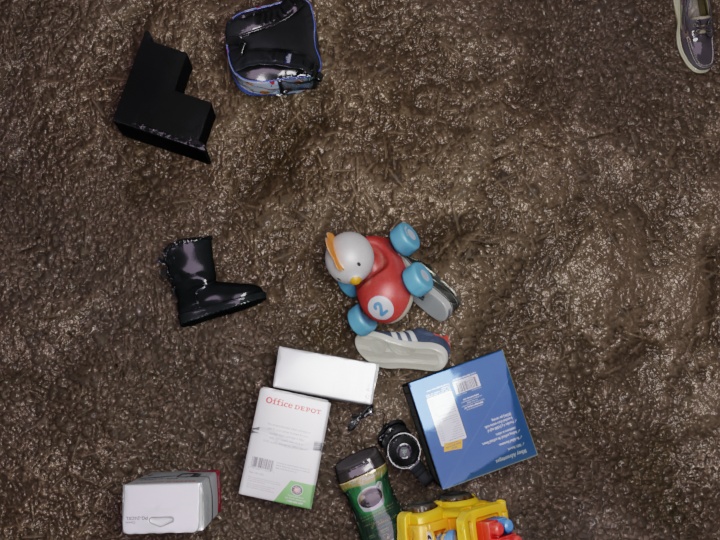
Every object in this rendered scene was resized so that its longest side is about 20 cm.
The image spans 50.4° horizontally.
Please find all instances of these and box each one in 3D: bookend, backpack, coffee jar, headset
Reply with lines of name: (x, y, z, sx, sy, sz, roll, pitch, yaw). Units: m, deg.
bookend: (-0.377, -0.354, 1.578, 0.194, 0.092, 0.205, 17, 80, -1)
backpack: (-0.181, -0.449, 1.568, 0.185, 0.154, 0.206, -7, 75, -11)
coffee jar: (0.026, 0.448, 1.472, 0.102, 0.085, 0.205, -21, 84, -2)
headset: (0.062, 0.337, 1.456, 0.093, 0.123, 0.202, -38, 106, -5)

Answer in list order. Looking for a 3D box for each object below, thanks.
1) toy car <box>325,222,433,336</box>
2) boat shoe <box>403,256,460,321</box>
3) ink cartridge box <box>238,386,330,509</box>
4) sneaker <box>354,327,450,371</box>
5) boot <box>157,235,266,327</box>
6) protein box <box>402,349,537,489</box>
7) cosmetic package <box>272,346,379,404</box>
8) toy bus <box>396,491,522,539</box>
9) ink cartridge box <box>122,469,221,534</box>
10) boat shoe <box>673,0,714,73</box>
toy car: (0.000, 0.000, 1.438, 0.183, 0.198, 0.180, -36, 54, 29)
boat shoe: (0.117, 0.018, 1.554, 0.200, 0.071, 0.063, 44, 50, 13)
ink cartridge box: (-0.143, 0.340, 1.484, 0.142, 0.084, 0.206, 12, 81, 0)
sneaker: (0.088, 0.148, 1.533, 0.195, 0.085, 0.077, 10, 121, 19)
boot: (-0.299, 0.010, 1.539, 0.193, 0.073, 0.167, -16, 79, -3)
protein box: (0.206, 0.285, 1.476, 0.194, 0.135, 0.205, -18, 82, -4)
cosmetic package: (-0.068, 0.206, 1.494, 0.194, 0.113, 0.083, 12, 80, -2)
toy bus: (0.190, 0.486, 1.390, 0.196, 0.190, 0.140, -1, 80, -35)
ink cartridge box: (-0.342, 0.421, 1.408, 0.141, 0.200, 0.086, -2, 81, -2)
boat shoe: (0.723, -0.530, 1.647, 0.070, 0.065, 0.206, -5, 82, -4)
